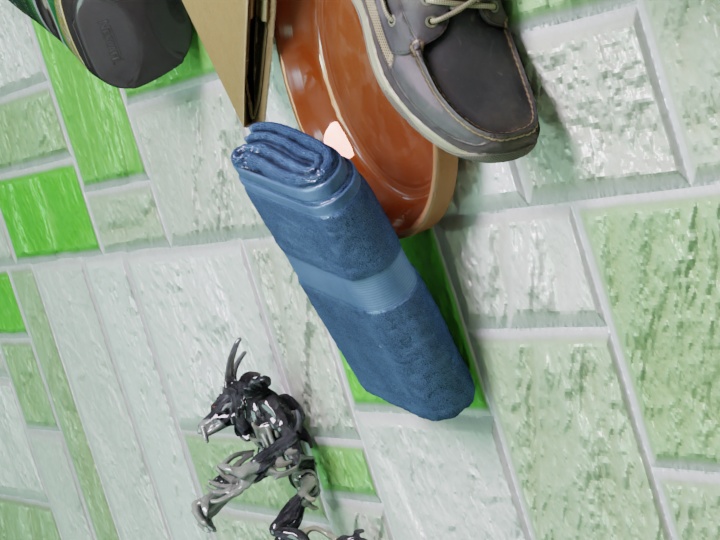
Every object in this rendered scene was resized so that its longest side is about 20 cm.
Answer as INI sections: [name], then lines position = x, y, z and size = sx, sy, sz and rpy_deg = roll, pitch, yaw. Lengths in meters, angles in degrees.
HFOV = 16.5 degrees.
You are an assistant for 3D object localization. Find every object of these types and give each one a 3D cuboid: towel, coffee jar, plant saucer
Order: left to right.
[coffee jar]
position = -0.200, -0.211, 1.812
size = 0.200, 0.085, 0.104
rpy_deg = 41, 157, 49
[towel]
position = 0.000, 0.000, 1.523
size = 0.112, 0.049, 0.200
rpy_deg = 25, 150, 54
[plant saucer]
position = 0.006, -0.118, 1.505
size = 0.200, 0.032, 0.201
rpy_deg = 46, 146, 43

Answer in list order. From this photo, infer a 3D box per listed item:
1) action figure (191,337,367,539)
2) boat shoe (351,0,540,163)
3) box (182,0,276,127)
[action figure]
position = -0.072, 0.153, 1.807
size = 0.200, 0.102, 0.119
rpy_deg = 60, 167, 18
[boat shoe]
position = 0.037, -0.147, 1.360
size = 0.200, 0.074, 0.073
rpy_deg = 58, 154, 24
[box]
position = -0.096, -0.217, 1.622
size = 0.164, 0.021, 0.200
rpy_deg = 95, 156, -44
